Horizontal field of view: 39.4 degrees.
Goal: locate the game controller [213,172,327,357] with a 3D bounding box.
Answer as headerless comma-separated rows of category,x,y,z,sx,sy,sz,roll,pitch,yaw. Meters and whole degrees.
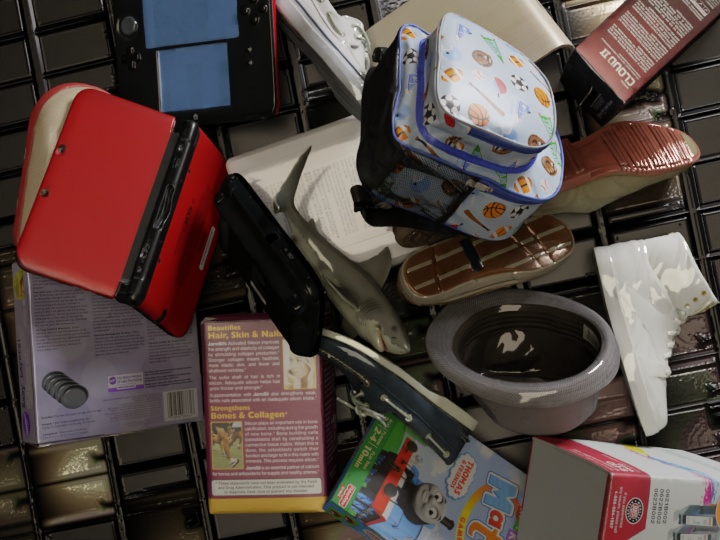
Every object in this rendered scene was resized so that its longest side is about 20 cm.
game controller,-0.091,-0.006,0.996,0.042,0.105,0.201,-23,51,-20

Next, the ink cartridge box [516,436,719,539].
ink cartridge box,0.274,0.254,0.976,0.196,0.144,0.148,8,91,-22

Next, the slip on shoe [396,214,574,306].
slip on shoe,0.131,-0.007,1.071,0.197,0.061,0.077,-20,74,-14

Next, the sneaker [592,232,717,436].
sneaker,0.319,0.062,1.042,0.113,0.074,0.204,-13,87,9

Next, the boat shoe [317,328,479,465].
boat shoe,0.026,0.125,1.008,0.198,0.075,0.062,33,85,-17

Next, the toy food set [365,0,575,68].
toy food set,0.108,-0.233,1.074,0.198,0.060,0.145,-34,69,4

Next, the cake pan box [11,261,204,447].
cake pan box,-0.258,0.076,1.054,0.197,0.052,0.188,-5,90,-37

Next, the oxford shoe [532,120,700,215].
oxford shoe,0.259,-0.104,1.060,0.196,0.074,0.072,-9,53,-9

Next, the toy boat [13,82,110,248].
toy boat,-0.320,-0.104,1.094,0.130,0.129,0.204,26,108,42

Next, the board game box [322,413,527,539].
board game box,0.080,0.235,1.037,0.198,0.037,0.152,35,57,-2

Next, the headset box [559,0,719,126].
headset box,0.287,-0.235,1.010,0.200,0.149,0.075,-43,86,3

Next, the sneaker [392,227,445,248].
sneaker,0.099,-0.095,1.049,0.198,0.071,0.076,-31,71,-26

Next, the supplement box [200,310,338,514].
supplement box,-0.093,0.147,1.068,0.128,0.103,0.204,-1,90,6

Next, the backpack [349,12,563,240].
backpack,0.101,-0.128,0.938,0.188,0.154,0.203,26,53,-25

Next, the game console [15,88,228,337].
game console,-0.234,-0.057,1.042,0.117,0.173,0.203,8,70,21

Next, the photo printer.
photo printer,-0.029,-0.071,1.080,0.197,0.069,0.169,-19,89,5

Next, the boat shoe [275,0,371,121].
boat shoe,-0.023,-0.240,1.054,0.066,0.074,0.201,-34,63,-5

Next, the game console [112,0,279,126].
game console,-0.181,-0.248,1.095,0.196,0.031,0.181,-2,89,21

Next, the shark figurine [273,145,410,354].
shark figurine,-0.013,-0.013,1.018,0.089,0.128,0.216,-36,91,-14

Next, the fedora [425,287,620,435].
fedora,0.169,0.103,1.034,0.197,0.177,0.092,9,127,28
